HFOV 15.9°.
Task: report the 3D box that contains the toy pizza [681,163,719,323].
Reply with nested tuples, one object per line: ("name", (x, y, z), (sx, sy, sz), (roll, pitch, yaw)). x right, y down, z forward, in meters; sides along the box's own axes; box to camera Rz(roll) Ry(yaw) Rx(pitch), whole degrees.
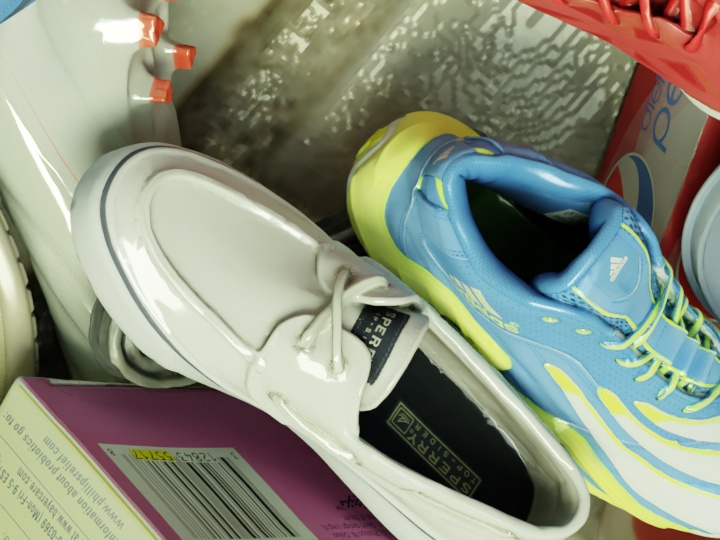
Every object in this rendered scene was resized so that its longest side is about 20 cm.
("toy pizza", (0.208, -0.023, 0.876), (0.200, 0.032, 0.200), (-2, 148, -1))

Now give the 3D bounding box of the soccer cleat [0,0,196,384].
("soccer cleat", (-0.096, -0.028, 0.896), (0.078, 0.069, 0.200), (8, 124, 14))

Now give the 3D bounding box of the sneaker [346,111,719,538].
("sneaker", (0.081, 0.025, 0.863), (0.200, 0.105, 0.076), (38, 82, -11))

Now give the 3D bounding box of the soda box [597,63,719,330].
("soda box", (0.134, -0.044, 0.940), (0.063, 0.070, 0.200), (10, 112, -20))

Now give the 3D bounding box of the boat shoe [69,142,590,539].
("boat shoe", (-0.006, 0.028, 0.841), (0.200, 0.066, 0.072), (46, 61, -17))

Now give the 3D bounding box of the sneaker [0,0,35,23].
("sneaker", (-0.153, -0.088, 0.806), (0.200, 0.078, 0.066), (-29, 101, 29))

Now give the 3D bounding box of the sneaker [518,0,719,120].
("sneaker", (0.072, -0.092, 0.798), (0.115, 0.200, 0.078), (2, 104, -39))

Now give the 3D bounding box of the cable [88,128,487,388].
("cable", (0.000, 0.000, 0.902), (0.200, 0.050, 0.097), (-2, 112, -46))

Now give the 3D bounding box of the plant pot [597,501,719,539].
("plant pot", (0.187, 0.146, 0.975), (0.200, 0.200, 0.177), (-27, 115, -2))

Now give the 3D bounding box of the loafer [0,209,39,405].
("loafer", (-0.149, 0.036, 0.899), (0.068, 0.076, 0.200), (-15, 118, -15))

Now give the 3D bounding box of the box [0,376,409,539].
("box", (-0.079, 0.146, 0.910), (0.176, 0.097, 0.200), (7, 121, -52))
